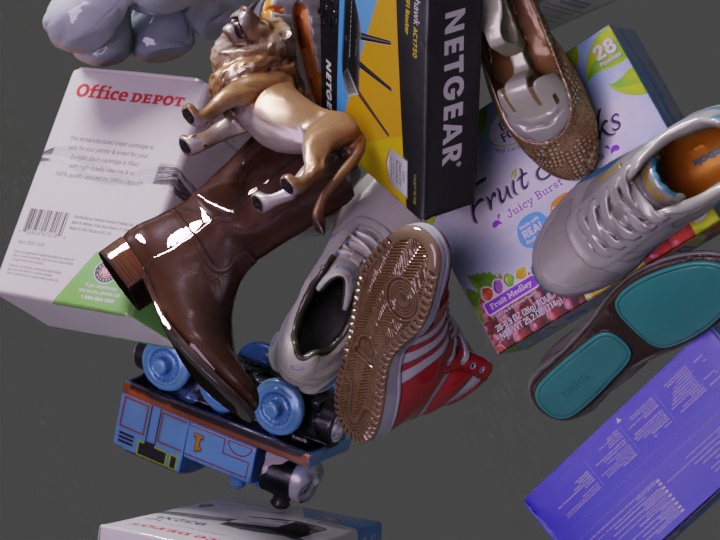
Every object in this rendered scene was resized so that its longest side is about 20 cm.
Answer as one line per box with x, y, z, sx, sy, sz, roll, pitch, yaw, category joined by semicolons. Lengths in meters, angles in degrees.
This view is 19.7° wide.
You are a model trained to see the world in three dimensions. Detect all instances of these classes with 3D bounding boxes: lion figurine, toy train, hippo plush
-0.053;-0.109;1.522;0.200;0.122;0.073;42;149;26;lion figurine
-0.102;0.117;1.667;0.200;0.087;0.115;19;108;24;toy train
-0.188;-0.267;1.652;0.159;0.200;0.161;-17;74;4;hippo plush

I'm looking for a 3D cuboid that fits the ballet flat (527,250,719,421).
0.199;0.036;1.513;0.067;0.064;0.200;44;122;-8;ballet flat

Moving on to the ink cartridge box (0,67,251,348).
-0.187;-0.052;1.660;0.145;0.084;0.200;9;73;33;ink cartridge box

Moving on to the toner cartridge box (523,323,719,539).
0.222;0.139;1.523;0.200;0.043;0.095;-46;72;20;toner cartridge box

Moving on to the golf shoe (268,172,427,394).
0.000;0.000;1.581;0.078;0.097;0.200;26;80;2;golf shoe

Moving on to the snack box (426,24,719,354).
0.153;-0.058;1.540;0.200;0.068;0.169;-32;78;22;snack box

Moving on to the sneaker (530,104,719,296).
0.194;-0.051;1.440;0.200;0.081;0.077;-39;80;23;sneaker

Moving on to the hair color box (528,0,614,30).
0.137;-0.219;1.528;0.200;0.099;0.061;-23;81;25;hair color box

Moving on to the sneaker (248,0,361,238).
-0.054;-0.125;1.649;0.077;0.078;0.201;-2;94;53;sneaker

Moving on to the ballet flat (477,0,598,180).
0.108;-0.150;1.462;0.070;0.065;0.200;-23;96;26;ballet flat

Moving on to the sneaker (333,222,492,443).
0.053;0.036;1.552;0.071;0.112;0.200;47;136;31;sneaker

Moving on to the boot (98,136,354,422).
-0.067;-0.010;1.543;0.200;0.064;0.186;-36;71;-12;boot

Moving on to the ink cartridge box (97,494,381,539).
-0.092;0.234;1.595;0.145;0.200;0.084;8;95;26;ink cartridge box

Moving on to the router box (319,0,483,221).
0.027;-0.159;1.487;0.149;0.051;0.200;43;143;46;router box
